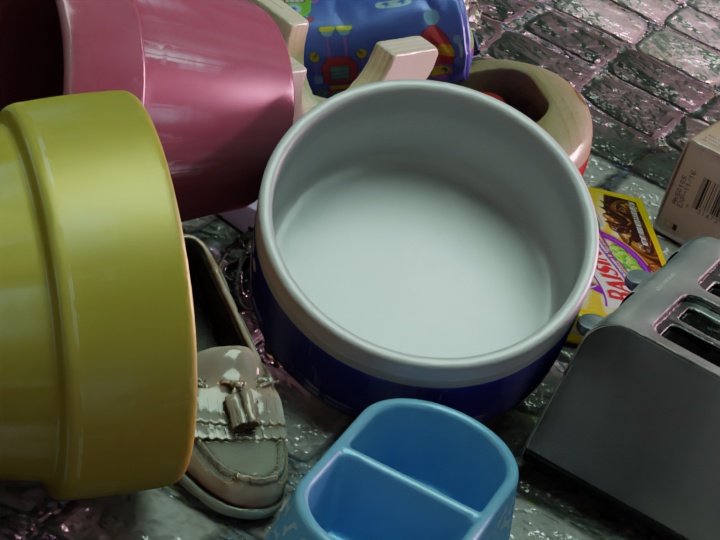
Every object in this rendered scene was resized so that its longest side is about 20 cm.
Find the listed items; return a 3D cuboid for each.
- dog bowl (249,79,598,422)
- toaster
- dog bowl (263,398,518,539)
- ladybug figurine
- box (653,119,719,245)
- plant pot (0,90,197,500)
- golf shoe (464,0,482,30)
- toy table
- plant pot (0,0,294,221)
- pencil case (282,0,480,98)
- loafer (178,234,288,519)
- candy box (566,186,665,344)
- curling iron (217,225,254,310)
[{"bbox_3d":[0.035,-0.010,1.402,0.198,0.079,0.202,5,57,-7],"label":"dog bowl"},{"bbox_3d":[0.218,0.085,1.401,0.199,0.119,0.181,29,29,17],"label":"toaster"},{"bbox_3d":[0.020,0.129,1.258,0.111,0.050,0.200,26,28,11],"label":"dog bowl"},{"bbox_3d":[0.093,-0.081,1.648,0.135,0.072,0.200,-15,28,-2],"label":"ladybug figurine"},{"bbox_3d":[0.305,-0.069,1.790,0.094,0.078,0.200,28,28,18],"label":"box"},{"bbox_3d":[-0.193,0.019,1.179,0.187,0.202,0.201,-6,34,-17],"label":"plant pot"},{"bbox_3d":[0.040,-0.185,1.857,0.096,0.079,0.200,4,20,7],"label":"golf shoe"},{"bbox_3d":[-0.032,-0.091,1.561,0.199,0.118,0.184,31,29,19],"label":"toy table"},{"bbox_3d":[-0.145,-0.102,1.412,0.178,0.201,0.200,0,32,-36],"label":"plant pot"},{"bbox_3d":[-0.017,-0.161,1.665,0.198,0.078,0.087,-7,45,2],"label":"pencil case"},{"bbox_3d":[-0.085,0.054,1.312,0.071,0.063,0.200,6,30,-25],"label":"loafer"},{"bbox_3d":[0.159,-0.004,1.628,0.101,0.027,0.200,10,28,-11],"label":"candy box"},{"bbox_3d":[0.000,0.000,1.492,0.199,0.050,0.025,1,5,-32],"label":"curling iron"}]
